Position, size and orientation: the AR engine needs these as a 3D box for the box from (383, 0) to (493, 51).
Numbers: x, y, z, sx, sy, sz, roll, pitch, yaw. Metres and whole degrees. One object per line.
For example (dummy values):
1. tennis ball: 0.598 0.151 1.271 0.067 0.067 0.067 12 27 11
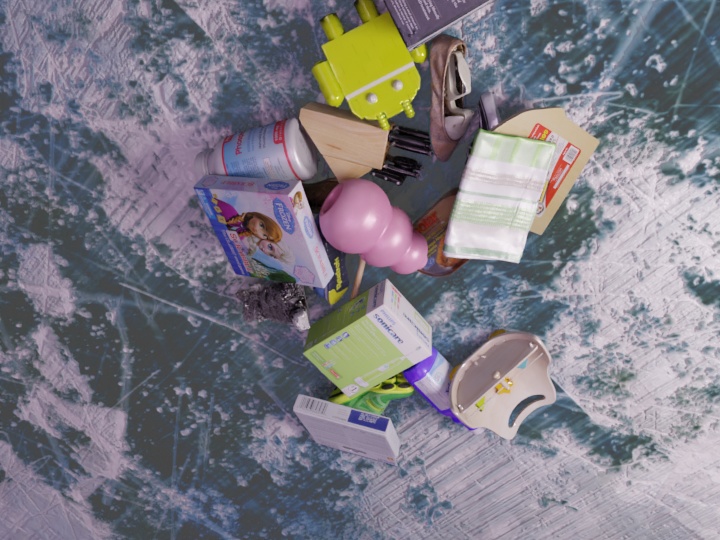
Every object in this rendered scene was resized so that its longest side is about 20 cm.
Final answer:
1. box: 0.138 -0.415 0.899 0.196 0.200 0.124 -23 106 22

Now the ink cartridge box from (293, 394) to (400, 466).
1. ink cartridge box: -0.021 0.327 1.325 0.199 0.041 0.200 11 150 17

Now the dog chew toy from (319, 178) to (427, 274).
1. dog chew toy: 0.030 -0.064 1.085 0.200 0.125 0.125 33 118 -20

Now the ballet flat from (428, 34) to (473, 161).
1. ballet flat: 0.145 -0.269 1.032 0.067 0.068 0.201 15 122 41

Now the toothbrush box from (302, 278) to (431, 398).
1. toothbrush box: 0.014 0.133 1.230 0.200 0.086 0.146 -33 115 26

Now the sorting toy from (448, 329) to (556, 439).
1. sorting toy: 0.276 0.226 1.211 0.200 0.107 0.180 -41 114 2

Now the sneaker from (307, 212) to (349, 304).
1. sneaker: -0.071 -0.029 1.181 0.082 0.074 0.201 29 135 30

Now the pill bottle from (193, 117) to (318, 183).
1. pill bottle: -0.183 -0.190 1.132 0.199 0.109 0.109 -11 111 18

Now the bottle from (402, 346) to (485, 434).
1. bottle: 0.169 0.234 1.251 0.200 0.084 0.065 46 136 -13

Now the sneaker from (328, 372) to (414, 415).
1. sneaker: 0.030 0.251 1.305 0.199 0.074 0.084 -20 116 33

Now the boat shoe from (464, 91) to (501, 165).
1. boat shoe: 0.203 -0.188 1.064 0.067 0.072 0.201 -7 119 15

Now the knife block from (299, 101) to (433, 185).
1. knife block: 0.020 -0.229 1.090 0.175 0.064 0.200 -28 104 23

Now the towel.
1. towel: 0.215 -0.108 1.001 0.148 0.031 0.201 3 115 -25

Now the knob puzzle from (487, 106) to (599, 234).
1. knob puzzle: 0.256 -0.168 1.022 0.219 0.030 0.221 -10 120 -18

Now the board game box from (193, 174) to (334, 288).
1. board game box: -0.163 -0.066 1.108 0.199 0.041 0.201 7 135 29

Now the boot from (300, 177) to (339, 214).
1. boot: -0.080 -0.122 1.156 0.199 0.076 0.074 3 117 11

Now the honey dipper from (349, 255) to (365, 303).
1. honey dipper: 0.000 0.000 1.218 0.038 0.038 0.201 16 121 6

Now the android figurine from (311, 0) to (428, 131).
1. android figurine: 0.018 -0.324 1.032 0.181 0.041 0.201 -24 97 3

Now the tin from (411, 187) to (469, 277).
1. tin: 0.153 -0.065 1.119 0.112 0.042 0.200 39 135 -10

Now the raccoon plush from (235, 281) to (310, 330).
1. raccoon plush: -0.167 0.064 1.203 0.133 0.200 0.097 -11 95 -3
